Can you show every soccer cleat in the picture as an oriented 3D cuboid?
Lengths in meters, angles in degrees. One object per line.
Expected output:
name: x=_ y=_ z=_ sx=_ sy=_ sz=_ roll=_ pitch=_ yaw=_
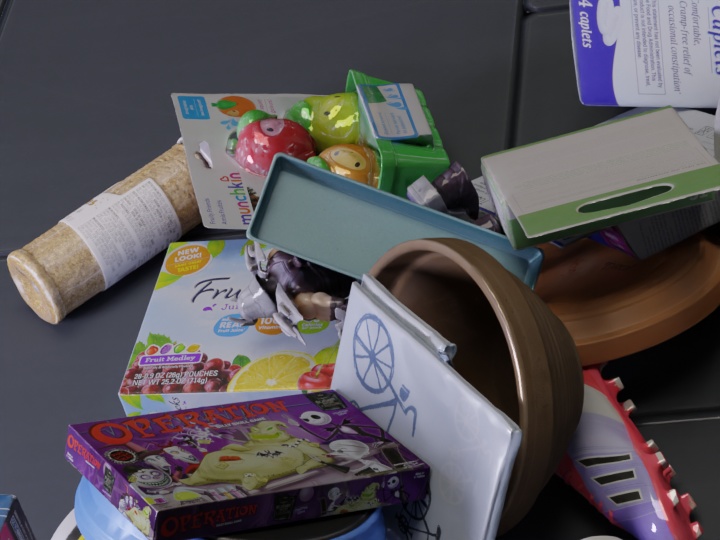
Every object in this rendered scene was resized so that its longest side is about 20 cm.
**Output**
soccer cleat: x=0.164 y=0.132 z=1.594 sx=0.076 sy=0.067 sz=0.200 roll=-32 pitch=39 yaw=6

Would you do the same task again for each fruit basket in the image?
fruit basket: x=-0.036 y=-0.093 z=1.861 sx=0.200 sy=0.094 sz=0.185 roll=5 pitch=36 yaw=-17

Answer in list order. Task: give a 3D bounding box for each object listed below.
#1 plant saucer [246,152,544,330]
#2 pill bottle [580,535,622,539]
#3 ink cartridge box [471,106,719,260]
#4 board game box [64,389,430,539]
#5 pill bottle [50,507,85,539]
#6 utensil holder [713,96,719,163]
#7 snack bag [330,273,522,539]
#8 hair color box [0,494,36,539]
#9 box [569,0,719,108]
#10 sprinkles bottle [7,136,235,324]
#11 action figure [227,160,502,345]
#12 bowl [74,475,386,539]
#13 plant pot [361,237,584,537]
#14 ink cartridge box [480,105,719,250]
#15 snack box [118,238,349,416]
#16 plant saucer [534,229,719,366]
plant saucer: x=0.024 y=-0.016 z=1.652 sx=0.200 sy=0.019 sz=0.070 roll=20 pitch=66 yaw=-2
pill bottle: x=0.174 y=0.248 z=1.410 sx=0.111 sy=0.111 sz=0.200 roll=-24 pitch=40 yaw=-9
ink cartridge box: x=0.190 y=-0.060 z=1.763 sx=0.200 sy=0.043 sz=0.196 roll=-25 pitch=22 yaw=-16
board game box: x=-0.070 y=0.121 z=1.513 sx=0.200 sy=0.032 sz=0.120 roll=-6 pitch=22 yaw=-34
pill bottle: x=-0.106 y=0.224 z=1.535 sx=0.112 sy=0.112 sz=0.200 roll=-38 pitch=43 yaw=-24
utensil holder: x=0.366 y=-0.090 z=1.641 sx=0.200 sy=0.170 sz=0.170 roll=-10 pitch=32 yaw=-33
snack bag: x=0.036 y=0.127 z=1.555 sx=0.021 sy=0.189 sz=0.200 roll=-7 pitch=30 yaw=-33
hair color box: x=-0.265 y=0.252 z=1.568 sx=0.060 sy=0.100 sz=0.200 roll=-1 pitch=42 yaw=16
box: x=0.286 y=-0.202 z=1.864 sx=0.200 sy=0.105 sz=0.184 roll=3 pitch=25 yaw=23
sprinkles bottle: x=-0.181 y=-0.038 z=1.901 sx=0.200 sy=0.068 sz=0.068 roll=-36 pitch=43 yaw=-21
action figure: x=0.000 y=0.000 z=1.695 sx=0.200 sy=0.069 sz=0.130 roll=-21 pitch=50 yaw=-9
bowl: x=-0.081 y=0.147 z=1.533 sx=0.200 sy=0.039 sz=0.201 roll=9 pitch=21 yaw=-3
plant pot: x=0.081 y=0.075 z=1.579 sx=0.093 sy=0.201 sz=0.201 roll=-7 pitch=31 yaw=-34
ink cartridge box: x=0.168 y=-0.051 z=1.622 sx=0.145 sy=0.048 sz=0.200 roll=-15 pitch=21 yaw=-1
snack box: x=-0.058 y=0.051 z=1.755 sx=0.200 sy=0.068 sz=0.169 roll=-1 pitch=41 yaw=15
plant saucer: x=0.165 y=0.010 z=1.708 sx=0.200 sy=0.032 sz=0.200 roll=-14 pitch=23 yaw=6
